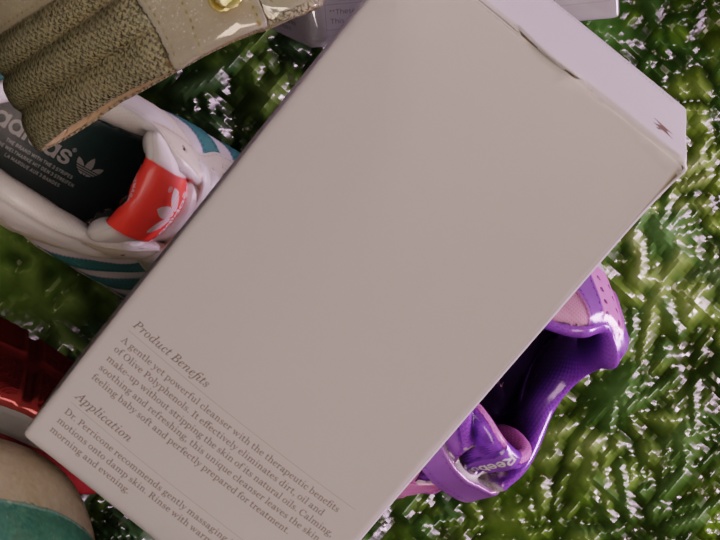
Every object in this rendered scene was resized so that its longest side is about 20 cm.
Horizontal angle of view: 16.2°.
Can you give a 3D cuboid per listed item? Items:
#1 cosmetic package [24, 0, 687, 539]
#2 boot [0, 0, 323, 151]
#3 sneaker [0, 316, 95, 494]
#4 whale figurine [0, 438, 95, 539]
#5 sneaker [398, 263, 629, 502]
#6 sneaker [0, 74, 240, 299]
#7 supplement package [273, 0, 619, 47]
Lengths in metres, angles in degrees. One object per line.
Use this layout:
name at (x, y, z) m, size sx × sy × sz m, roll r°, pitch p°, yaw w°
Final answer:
cosmetic package at (0.000, 0.000, 0.791) m, size 0.108 × 0.085 × 0.200 m, roll 40°, pitch 106°, yaw -4°
boot at (-0.045, -0.135, 0.628) m, size 0.200 × 0.072 × 0.155 m, roll -31°, pitch 89°, yaw 29°
sneaker at (-0.186, 0.062, 0.877) m, size 0.200 × 0.078 × 0.116 m, roll 23°, pitch 103°, yaw -7°
whale figurine at (-0.156, 0.136, 0.835) m, size 0.159 × 0.104 × 0.200 m, roll 0°, pitch 146°, yaw -22°
sneaker at (0.014, 0.051, 0.884) m, size 0.200 × 0.089 × 0.080 m, roll -43°, pitch 142°, yaw 10°
sneaker at (-0.067, -0.016, 0.874) m, size 0.199 × 0.093 × 0.070 m, roll 29°, pitch 92°, yaw -20°
supplement package at (0.015, -0.185, 0.854) m, size 0.109 × 0.114 × 0.201 m, roll -7°, pitch 103°, yaw -13°
